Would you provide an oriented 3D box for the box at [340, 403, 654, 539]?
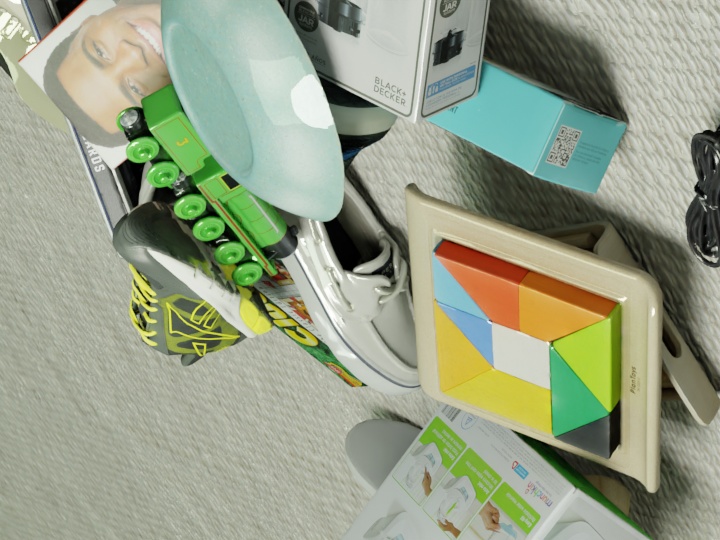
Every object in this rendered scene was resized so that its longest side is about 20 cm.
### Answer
[{"bbox_3d":[0.083,0.200,1.784,0.097,0.177,0.200,35,-178,-28],"label":"box"}]

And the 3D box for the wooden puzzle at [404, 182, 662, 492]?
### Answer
[{"bbox_3d":[0.109,0.048,1.671,0.199,0.037,0.185,24,141,28],"label":"wooden puzzle"}]

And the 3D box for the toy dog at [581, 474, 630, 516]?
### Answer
[{"bbox_3d":[0.141,0.224,1.875,0.096,0.132,0.200,36,157,-28],"label":"toy dog"}]

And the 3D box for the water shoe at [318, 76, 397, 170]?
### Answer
[{"bbox_3d":[-0.018,-0.086,1.660,0.071,0.079,0.200,21,-172,1],"label":"water shoe"}]

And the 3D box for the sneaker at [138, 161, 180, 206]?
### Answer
[{"bbox_3d":[-0.092,-0.096,1.777,0.075,0.089,0.200,35,131,-8],"label":"sneaker"}]

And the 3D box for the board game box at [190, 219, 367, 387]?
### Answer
[{"bbox_3d":[-0.042,0.024,1.917,0.200,0.024,0.105,39,158,-26],"label":"board game box"}]

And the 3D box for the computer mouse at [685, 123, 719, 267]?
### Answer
[{"bbox_3d":[0.265,-0.007,1.474,0.200,0.046,0.141,45,160,32],"label":"computer mouse"}]

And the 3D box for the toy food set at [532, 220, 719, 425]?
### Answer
[{"bbox_3d":[0.138,0.047,1.711,0.144,0.060,0.200,56,153,-15],"label":"toy food set"}]

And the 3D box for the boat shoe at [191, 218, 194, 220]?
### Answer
[{"bbox_3d":[-0.102,-0.087,1.890,0.092,0.075,0.200,17,148,34],"label":"boat shoe"}]

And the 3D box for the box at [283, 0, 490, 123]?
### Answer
[{"bbox_3d":[0.020,-0.201,1.486,0.116,0.060,0.201,28,127,34],"label":"box"}]

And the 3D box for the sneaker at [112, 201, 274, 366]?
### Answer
[{"bbox_3d":[-0.129,0.020,1.802,0.075,0.084,0.200,58,-172,30],"label":"sneaker"}]

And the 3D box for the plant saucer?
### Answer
[{"bbox_3d":[-0.079,-0.113,1.586,0.201,0.039,0.201,52,159,29],"label":"plant saucer"}]

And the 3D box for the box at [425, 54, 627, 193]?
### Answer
[{"bbox_3d":[0.059,-0.113,1.584,0.200,0.049,0.082,29,-171,33],"label":"box"}]

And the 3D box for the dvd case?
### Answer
[{"bbox_3d":[-0.188,-0.120,1.865,0.150,0.025,0.201,-72,-36,-75],"label":"dvd case"}]

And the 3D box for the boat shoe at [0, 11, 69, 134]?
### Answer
[{"bbox_3d":[-0.258,-0.185,1.993,0.201,0.074,0.063,44,-168,-15],"label":"boat shoe"}]

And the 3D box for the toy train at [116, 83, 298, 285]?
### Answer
[{"bbox_3d":[-0.099,-0.056,1.727,0.200,0.056,0.042,51,-167,-50],"label":"toy train"}]

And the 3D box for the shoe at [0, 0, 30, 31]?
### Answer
[{"bbox_3d":[-0.265,-0.238,1.910,0.070,0.053,0.201,-105,-9,-68],"label":"shoe"}]

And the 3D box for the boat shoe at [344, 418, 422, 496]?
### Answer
[{"bbox_3d":[0.070,0.190,1.999,0.200,0.072,0.066,29,144,17],"label":"boat shoe"}]

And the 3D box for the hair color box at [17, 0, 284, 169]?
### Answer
[{"bbox_3d":[-0.123,-0.166,1.708,0.200,0.061,0.102,-38,98,32],"label":"hair color box"}]

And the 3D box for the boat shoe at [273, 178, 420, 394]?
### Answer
[{"bbox_3d":[0.000,0.000,1.834,0.066,0.072,0.200,-18,107,46],"label":"boat shoe"}]
